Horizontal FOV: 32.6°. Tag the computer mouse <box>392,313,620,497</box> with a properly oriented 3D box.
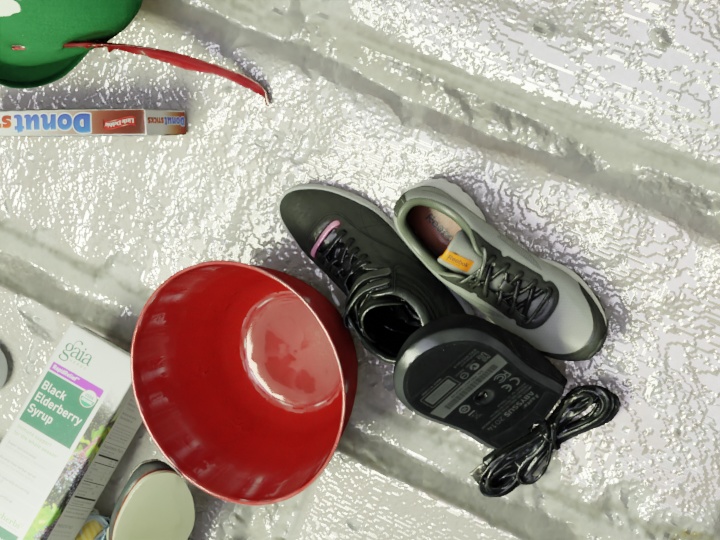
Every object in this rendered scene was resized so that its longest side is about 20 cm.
[{"bbox_3d":[0.095,0.090,0.947,0.138,0.200,0.053,-39,39,17],"label":"computer mouse"}]

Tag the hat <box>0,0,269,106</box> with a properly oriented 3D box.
[{"bbox_3d":[-0.198,-0.215,0.986,0.176,0.200,0.166,16,112,30],"label":"hat"}]

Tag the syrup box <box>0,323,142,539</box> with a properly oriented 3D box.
[{"bbox_3d":[-0.259,0.155,1.076,0.079,0.081,0.200,27,82,14],"label":"syrup box"}]

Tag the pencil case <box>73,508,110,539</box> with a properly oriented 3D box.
[{"bbox_3d":[-0.327,0.231,1.151,0.200,0.083,0.091,26,99,15],"label":"pencil case"}]

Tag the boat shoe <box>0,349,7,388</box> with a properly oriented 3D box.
[{"bbox_3d":[-0.434,0.073,1.175,0.199,0.068,0.074,24,105,16],"label":"boat shoe"}]

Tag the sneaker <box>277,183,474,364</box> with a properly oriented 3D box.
[{"bbox_3d":[0.000,0.000,0.987,0.200,0.099,0.071,41,110,12],"label":"sneaker"}]

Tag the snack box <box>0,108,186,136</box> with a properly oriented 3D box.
[{"bbox_3d":[-0.258,-0.130,1.080,0.199,0.072,0.024,2,96,20],"label":"snack box"}]

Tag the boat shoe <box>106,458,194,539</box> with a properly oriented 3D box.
[{"bbox_3d":[-0.187,0.229,1.073,0.063,0.071,0.200,-118,27,-44],"label":"boat shoe"}]

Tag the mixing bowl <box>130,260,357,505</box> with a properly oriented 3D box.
[{"bbox_3d":[-0.078,0.079,1.017,0.200,0.108,0.201,6,105,25],"label":"mixing bowl"}]

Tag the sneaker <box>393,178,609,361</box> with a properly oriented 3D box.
[{"bbox_3d":[0.103,0.005,0.961,0.200,0.079,0.074,37,106,11],"label":"sneaker"}]
